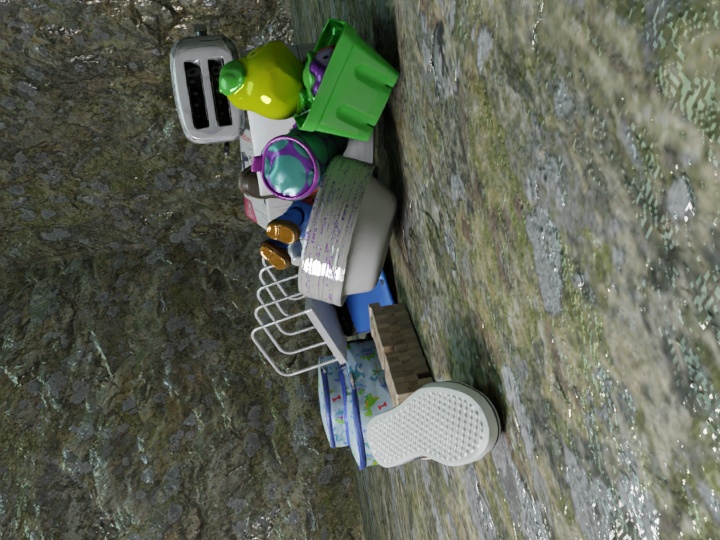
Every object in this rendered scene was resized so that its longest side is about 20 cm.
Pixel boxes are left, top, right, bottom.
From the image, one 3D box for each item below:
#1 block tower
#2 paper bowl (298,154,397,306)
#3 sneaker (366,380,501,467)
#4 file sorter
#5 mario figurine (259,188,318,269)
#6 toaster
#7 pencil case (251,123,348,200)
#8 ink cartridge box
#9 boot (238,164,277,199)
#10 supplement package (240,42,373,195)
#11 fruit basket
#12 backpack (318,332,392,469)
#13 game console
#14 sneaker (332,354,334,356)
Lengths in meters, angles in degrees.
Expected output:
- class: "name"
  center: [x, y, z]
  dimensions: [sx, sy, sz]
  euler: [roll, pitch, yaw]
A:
- class: "block tower"
  center: [0.057, 0.123, 0.899]
  dimensions: [0.201, 0.057, 0.055]
  euler: [-109, 13, -53]
- class: "paper bowl"
  center: [-0.011, -0.051, 0.893]
  dimensions: [0.201, 0.103, 0.204]
  euler: [15, -90, -85]
- class: "sneaker"
  center: [0.084, 0.149, 0.638]
  dimensions: [0.199, 0.078, 0.080]
  euler: [-31, 71, 57]
- class: "file sorter"
  center: [-0.106, 0.059, 1.124]
  dimensions: [0.202, 0.123, 0.140]
  euler: [-92, -21, -48]
- class: "mario figurine"
  center: [-0.073, -0.083, 0.996]
  dimensions: [0.107, 0.122, 0.201]
  euler: [55, -144, -20]
- class: "toaster"
  center: [-0.236, -0.275, 1.003]
  dimensions: [0.129, 0.112, 0.204]
  euler: [-127, 32, -73]
- class: "pencil case"
  center: [-0.078, -0.166, 0.897]
  dimensions: [0.200, 0.091, 0.086]
  euler: [-67, -8, -65]
- class: "ink cartridge box"
  center: [-0.187, -0.200, 1.340]
  dimensions: [0.144, 0.083, 0.203]
  euler: [31, 129, 53]
- class: "boot"
  center: [-0.122, -0.157, 1.163]
  dimensions: [0.096, 0.198, 0.076]
  euler: [19, 108, 36]
- class: "supplement package"
  center: [-0.086, -0.254, 1.063]
  dimensions: [0.193, 0.196, 0.149]
  euler: [90, 170, -47]
- class: "fruit basket"
  center: [-0.072, -0.256, 0.829]
  dimensions: [0.157, 0.213, 0.216]
  euler: [-62, 18, 16]
- class: "backpack"
  center: [0.001, 0.242, 1.138]
  dimensions: [0.202, 0.144, 0.185]
  euler: [-109, 10, -46]
- class: "game console"
  center: [0.000, 0.000, 1.114]
  dimensions: [0.171, 0.117, 0.203]
  euler: [-25, -83, -76]
- class: "sneaker"
  center: [-0.036, 0.290, 1.781]
  dimensions: [0.082, 0.087, 0.203]
  euler: [-113, 16, -67]
